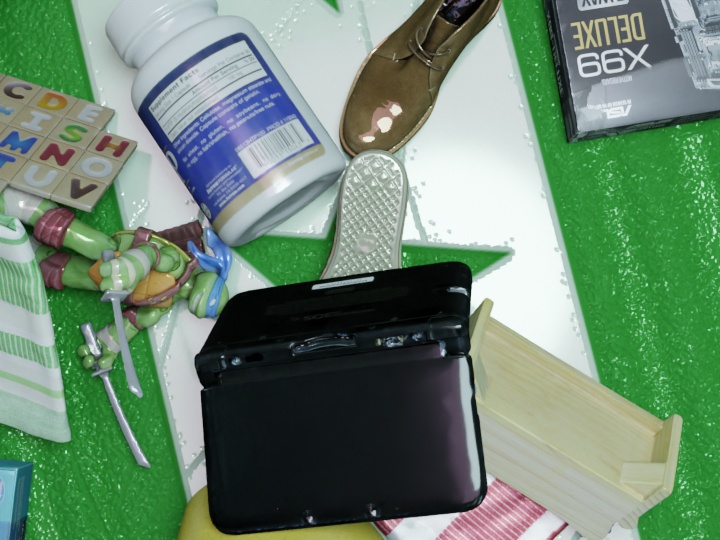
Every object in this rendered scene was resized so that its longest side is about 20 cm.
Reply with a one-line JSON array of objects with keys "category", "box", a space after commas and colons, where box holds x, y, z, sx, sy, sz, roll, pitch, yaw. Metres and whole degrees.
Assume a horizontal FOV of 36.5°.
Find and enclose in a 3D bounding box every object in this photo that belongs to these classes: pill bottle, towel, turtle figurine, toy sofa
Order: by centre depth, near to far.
[{"category": "towel", "box": [-0.299, 0.035, 0.835, 0.151, 0.023, 0.201, 15, 125, 19]}, {"category": "turtle figurine", "box": [-0.214, 0.025, 0.852, 0.193, 0.144, 0.201, 25, 83, 5]}, {"category": "toy sofa", "box": [0.147, 0.121, 0.868, 0.199, 0.098, 0.083, 31, 44, -4]}, {"category": "pill bottle", "box": [-0.112, -0.132, 0.873, 0.119, 0.120, 0.201, -34, 86, -2]}, {"category": "towel", "box": [0.072, 0.170, 0.903, 0.144, 0.023, 0.200, -44, 88, -2]}]

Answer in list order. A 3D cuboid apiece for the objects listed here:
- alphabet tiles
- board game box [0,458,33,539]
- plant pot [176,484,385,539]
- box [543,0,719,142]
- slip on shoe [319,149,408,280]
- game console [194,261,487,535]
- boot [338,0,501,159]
[{"category": "alphabet tiles", "box": [-0.288, -0.106, 0.866, 0.199, 0.168, 0.008, 18, 129, 1]}, {"category": "board game box", "box": [-0.377, 0.223, 0.885, 0.198, 0.047, 0.152, 6, 86, 0]}, {"category": "plant pot", "box": [-0.065, 0.231, 0.831, 0.199, 0.200, 0.143, -23, 62, -2]}, {"category": "box", "box": [0.259, -0.202, 0.913, 0.198, 0.050, 0.159, -9, 87, -1]}, {"category": "slip on shoe", "box": [0.000, 0.000, 0.896, 0.073, 0.061, 0.202, 11, 100, 3]}, {"category": "game console", "box": [-0.010, 0.088, 0.803, 0.198, 0.176, 0.117, -8, 112, 11]}, {"category": "boot", "box": [0.048, -0.179, 0.899, 0.073, 0.075, 0.201, 36, 88, 0]}]
